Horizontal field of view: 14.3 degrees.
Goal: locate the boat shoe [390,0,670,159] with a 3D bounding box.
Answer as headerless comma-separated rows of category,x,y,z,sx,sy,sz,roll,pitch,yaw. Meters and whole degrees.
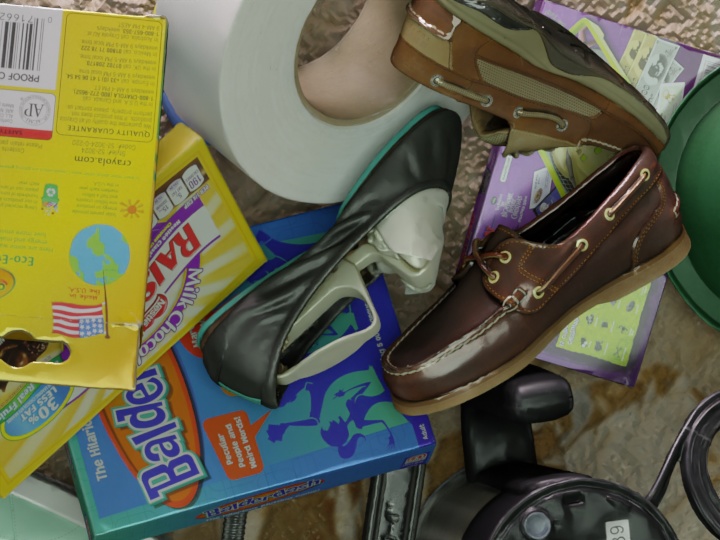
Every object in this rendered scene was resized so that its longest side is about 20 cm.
boat shoe,0.089,-0.102,1.580,0.200,0.076,0.074,29,103,-40

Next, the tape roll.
tape roll,-0.012,-0.140,1.565,0.202,0.071,0.203,-23,131,-29

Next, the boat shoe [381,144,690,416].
boat shoe,0.090,0.002,1.581,0.200,0.070,0.071,-35,121,-17

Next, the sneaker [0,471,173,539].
sneaker,-0.187,0.178,1.626,0.199,0.074,0.119,23,86,1

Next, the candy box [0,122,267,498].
candy box,-0.144,0.022,1.538,0.200,0.026,0.102,-43,137,-16

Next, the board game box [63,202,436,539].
board game box,-0.074,0.058,1.607,0.199,0.045,0.153,-15,73,-11

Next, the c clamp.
c clamp,-0.048,0.135,1.662,0.170,0.027,0.201,3,92,2

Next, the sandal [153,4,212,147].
sandal,-0.069,-0.167,1.603,0.079,0.087,0.201,10,96,-9

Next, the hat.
hat,0.265,-0.041,1.591,0.165,0.176,0.201,-29,106,-12

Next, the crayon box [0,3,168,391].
crayon box,-0.169,-0.035,1.475,0.126,0.051,0.201,5,74,-4

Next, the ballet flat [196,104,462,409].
ballet flat,0.000,0.000,1.569,0.200,0.068,0.068,-45,66,-5

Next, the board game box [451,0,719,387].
board game box,0.130,-0.044,1.667,0.119,0.032,0.201,17,93,-12

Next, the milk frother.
milk frother,0.146,0.145,1.605,0.199,0.188,0.182,10,88,-11
